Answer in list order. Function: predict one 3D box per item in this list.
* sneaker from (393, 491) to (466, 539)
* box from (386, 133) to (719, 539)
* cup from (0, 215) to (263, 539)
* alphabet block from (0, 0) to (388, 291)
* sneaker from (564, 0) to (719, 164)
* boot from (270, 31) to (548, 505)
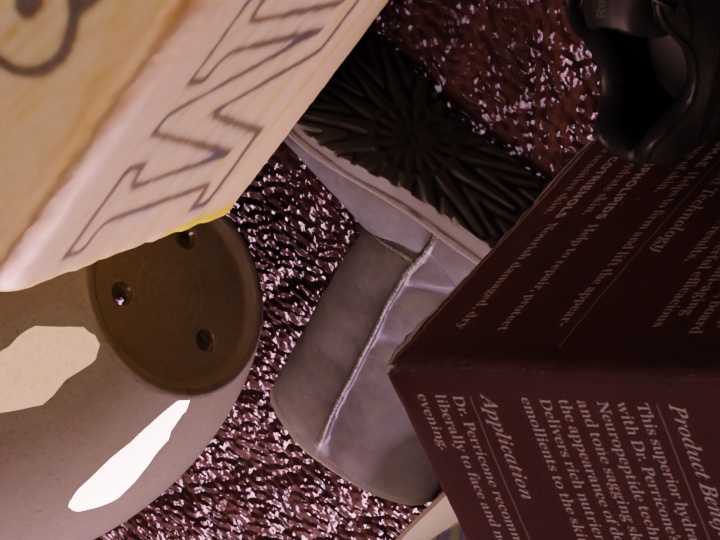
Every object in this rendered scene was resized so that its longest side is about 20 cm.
[{"bbox_3d":[0.068,0.142,1.024,0.090,0.067,0.200,49,137,9],"label":"sneaker"},{"bbox_3d":[0.153,0.055,0.799,0.200,0.164,0.166,0,124,42],"label":"box"},{"bbox_3d":[-0.129,0.025,1.017,0.143,0.200,0.200,-22,104,46],"label":"cup"},{"bbox_3d":[-0.102,-0.139,0.816,0.195,0.196,0.200,44,114,12],"label":"alphabet block"},{"bbox_3d":[0.109,-0.128,0.765,0.076,0.091,0.200,10,125,40],"label":"sneaker"},{"bbox_3d":[-0.002,0.001,0.992,0.182,0.073,0.200,43,146,11],"label":"boot"}]
